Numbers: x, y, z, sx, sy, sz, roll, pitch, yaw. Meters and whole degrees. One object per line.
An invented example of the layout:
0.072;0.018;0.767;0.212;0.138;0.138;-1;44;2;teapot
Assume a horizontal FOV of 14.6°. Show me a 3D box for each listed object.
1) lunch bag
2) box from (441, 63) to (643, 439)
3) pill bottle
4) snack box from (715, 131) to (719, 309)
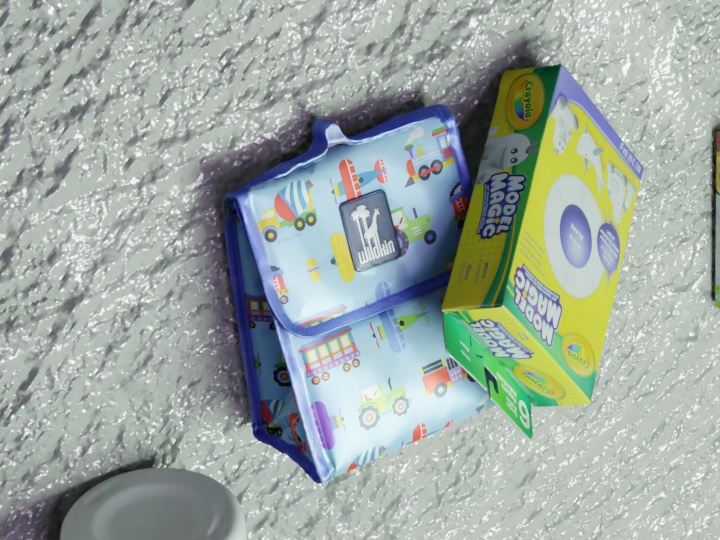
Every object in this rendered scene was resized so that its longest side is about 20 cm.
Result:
0.000;0.000;1.674;0.150;0.094;0.200;-23;116;-22;lunch bag
0.108;-0.010;1.681;0.117;0.048;0.200;46;51;-43;box
-0.117;0.229;1.703;0.111;0.111;0.200;-21;127;-23;pill bottle
0.329;-0.054;1.877;0.200;0.053;0.142;-22;129;-23;snack box
